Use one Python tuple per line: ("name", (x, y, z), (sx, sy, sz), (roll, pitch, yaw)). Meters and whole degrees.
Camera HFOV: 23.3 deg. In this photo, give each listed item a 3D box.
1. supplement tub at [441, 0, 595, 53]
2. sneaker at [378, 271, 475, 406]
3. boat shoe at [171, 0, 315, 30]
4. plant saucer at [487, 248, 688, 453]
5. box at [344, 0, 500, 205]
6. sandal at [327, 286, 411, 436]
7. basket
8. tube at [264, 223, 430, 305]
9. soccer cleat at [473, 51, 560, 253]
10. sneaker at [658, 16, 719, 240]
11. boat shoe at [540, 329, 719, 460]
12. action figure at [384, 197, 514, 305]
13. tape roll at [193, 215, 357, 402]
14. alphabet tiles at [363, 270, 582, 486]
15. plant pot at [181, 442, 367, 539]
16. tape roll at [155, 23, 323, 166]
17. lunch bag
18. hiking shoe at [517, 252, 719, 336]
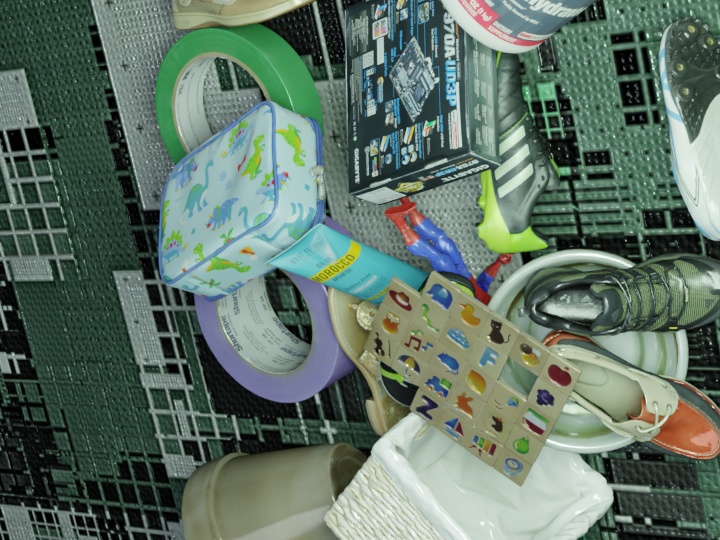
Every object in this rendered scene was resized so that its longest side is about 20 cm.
("supplement tub", (0.168, -0.294, 1.516), (0.200, 0.140, 0.140), (-36, 85, 42))
("sneaker", (0.060, 0.084, 1.716), (0.072, 0.083, 0.200), (12, 138, -4))
("boat shoe", (-0.126, -0.289, 1.798), (0.200, 0.071, 0.065), (0, 110, 40))
("plant saucer", (0.214, 0.074, 1.673), (0.200, 0.050, 0.200), (3, 103, 12))
("box", (0.056, -0.178, 1.657), (0.159, 0.046, 0.200), (-17, 67, 42))
("sandal", (0.033, 0.088, 1.826), (0.070, 0.078, 0.212), (6, 127, 35))
("basket", (0.107, 0.240, 1.762), (0.200, 0.198, 0.161), (46, 135, 12))
("tube", (0.000, 0.000, 1.744), (0.077, 0.200, 0.050), (-39, 51, 27))
("soccer cleat", (0.151, -0.115, 1.666), (0.081, 0.068, 0.200), (2, 103, 5))
("sneaker", (0.297, -0.122, 1.540), (0.072, 0.072, 0.200), (-5, 100, 67))
("boat shoe", (0.252, 0.120, 1.616), (0.200, 0.063, 0.071), (31, 106, -1))
("action figure", (0.114, -0.006, 1.721), (0.099, 0.065, 0.200), (-16, 124, 26))
("tape roll", (-0.079, 0.036, 1.894), (0.200, 0.085, 0.200), (16, 119, 32))
("alphabet tiles", (0.097, 0.094, 1.640), (0.200, 0.008, 0.167), (34, 134, 15))
("plant pot", (-0.069, 0.277, 1.940), (0.173, 0.200, 0.200), (-25, 92, 25))
("tape roll", (-0.131, -0.166, 1.871), (0.200, 0.048, 0.201), (16, 118, 32))
("lunch bag", (-0.121, -0.072, 1.778), (0.200, 0.082, 0.161), (-31, 51, 39))
("hiking shoe", (0.244, 0.032, 1.579), (0.200, 0.101, 0.076), (-6, 103, 14))
